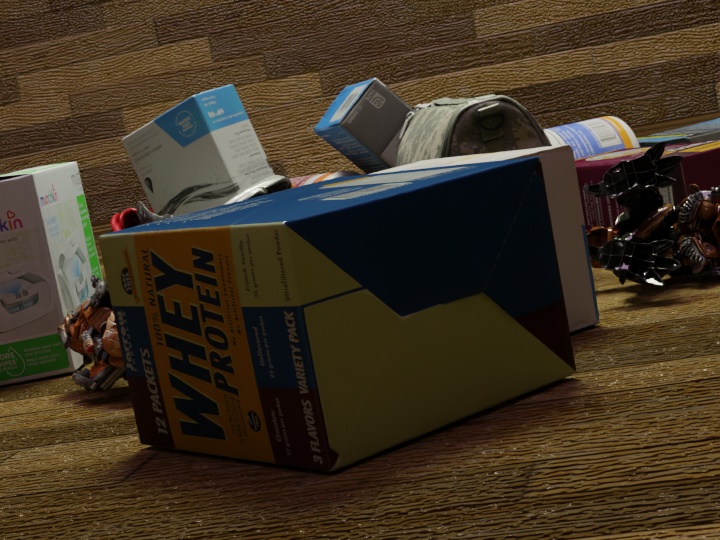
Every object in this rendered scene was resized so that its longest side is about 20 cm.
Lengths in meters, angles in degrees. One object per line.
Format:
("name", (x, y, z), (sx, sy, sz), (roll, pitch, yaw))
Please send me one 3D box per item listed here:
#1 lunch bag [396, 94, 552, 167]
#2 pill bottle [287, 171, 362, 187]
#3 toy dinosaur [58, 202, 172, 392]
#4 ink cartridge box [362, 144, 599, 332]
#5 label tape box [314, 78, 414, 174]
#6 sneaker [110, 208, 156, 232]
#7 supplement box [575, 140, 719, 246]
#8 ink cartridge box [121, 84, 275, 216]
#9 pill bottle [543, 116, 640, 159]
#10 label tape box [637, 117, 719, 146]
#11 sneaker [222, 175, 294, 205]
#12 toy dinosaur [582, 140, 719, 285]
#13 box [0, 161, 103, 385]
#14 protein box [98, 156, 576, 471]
("lunch bag", (0.105, -0.074, 1.344), (0.138, 0.170, 0.200), (-11, 6, -10))
("pill bottle", (-0.073, -0.041, 1.582), (0.114, 0.116, 0.199), (-17, 10, -43))
("toy dinosaur", (-0.153, 0.040, 1.124), (0.199, 0.102, 0.136), (21, 69, 34))
("ink cartridge box", (0.054, -0.011, 1.083), (0.124, 0.130, 0.199), (-15, 7, -34))
("label tape box", (0.057, -0.108, 1.536), (0.064, 0.199, 0.144), (-52, 12, -5))
("sneaker", (-0.211, -0.013, 1.561), (0.077, 0.117, 0.200), (-11, 7, -5))
("supplement box", (0.271, -0.068, 1.383), (0.109, 0.087, 0.199), (-14, 8, -31))
("ink cartridge box", (-0.142, -0.068, 1.489), (0.115, 0.202, 0.067), (-24, 1, 37))
("pill bottle", (0.200, -0.097, 1.624), (0.198, 0.113, 0.112), (-14, 7, -20))
("label tape box", (0.429, -0.152, 1.910), (0.198, 0.064, 0.144), (-14, 8, -22))
("sneaker", (-0.150, -0.030, 1.402), (0.200, 0.076, 0.092), (-39, 43, -13))
("toy dinosaur", (0.224, -0.020, 1.147), (0.198, 0.103, 0.136), (-23, -20, 14))
("box", (-0.305, -0.002, 1.365), (0.096, 0.179, 0.200), (-10, 6, 2))
("protein box", (-0.016, 0.020, 0.901), (0.197, 0.137, 0.199), (-16, 9, -38))
